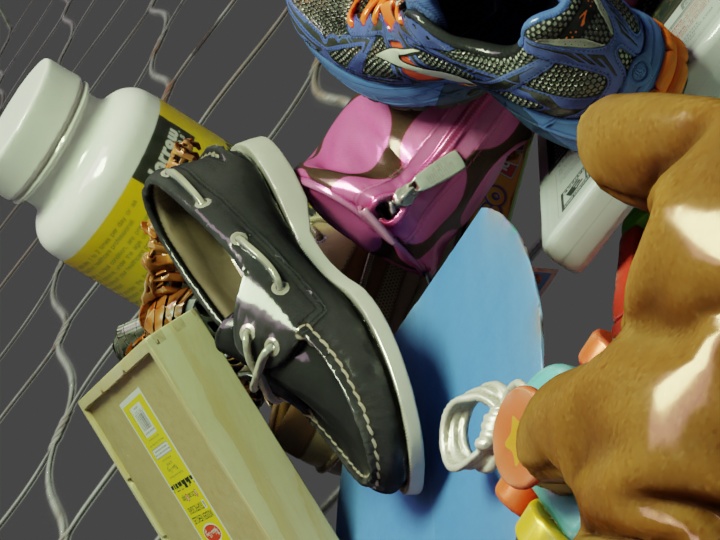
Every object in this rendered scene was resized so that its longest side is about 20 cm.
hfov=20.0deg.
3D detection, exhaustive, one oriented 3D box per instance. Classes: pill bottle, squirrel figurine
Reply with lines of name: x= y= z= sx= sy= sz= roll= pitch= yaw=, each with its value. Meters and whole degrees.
pill bottle: x=-0.121 y=-0.037 z=1.201 sx=0.111 sy=0.199 sz=0.112 roll=-49 pitch=21 yaw=27
squirrel figurine: x=0.105 y=0.068 z=0.534 sx=0.187 sy=0.141 sz=0.200 roll=-55 pitch=25 yaw=-13

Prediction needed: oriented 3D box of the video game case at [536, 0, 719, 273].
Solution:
video game case: x=0.142 y=-0.108 z=0.864 sx=0.201 sy=0.023 sz=0.182 roll=-53 pitch=9 yaw=19

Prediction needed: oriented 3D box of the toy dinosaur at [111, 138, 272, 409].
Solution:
toy dinosaur: x=-0.068 y=0.026 z=1.057 sx=0.200 sy=0.134 sz=0.103 roll=71 pitch=-162 yaw=-59

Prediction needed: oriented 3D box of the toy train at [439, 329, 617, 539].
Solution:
toy train: x=0.050 y=0.116 z=0.674 sx=0.150 sy=0.055 sz=0.202 roll=-26 pitch=56 yaw=44

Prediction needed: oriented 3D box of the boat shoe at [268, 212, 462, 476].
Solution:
boat shoe: x=0.000 y=0.000 z=0.969 sx=0.076 sy=0.073 sz=0.202 roll=141 pitch=141 yaw=-62

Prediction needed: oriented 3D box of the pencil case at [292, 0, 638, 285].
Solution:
pencil case: x=0.058 y=-0.092 z=0.903 sx=0.201 sy=0.090 sz=0.094 roll=-54 pitch=-2 yaw=-3

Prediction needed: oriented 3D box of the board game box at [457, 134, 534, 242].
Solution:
board game box: x=0.039 y=-0.057 z=1.056 sx=0.200 sy=0.030 sz=0.096 roll=-143 pitch=67 yaw=-74

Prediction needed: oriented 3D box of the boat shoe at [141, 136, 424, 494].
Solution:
boat shoe: x=-0.034 y=0.020 z=0.854 sx=0.074 sy=0.060 sz=0.201 roll=99 pitch=149 yaw=-47

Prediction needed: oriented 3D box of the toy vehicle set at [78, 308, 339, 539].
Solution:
toy vehicle set: x=-0.076 y=0.094 z=0.961 sx=0.026 sy=0.125 sz=0.200 roll=-31 pitch=-1 yaw=-20

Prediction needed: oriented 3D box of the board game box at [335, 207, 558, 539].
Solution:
board game box: x=0.044 y=0.079 z=0.828 sx=0.200 sy=0.039 sz=0.159 roll=122 pitch=153 yaw=-45

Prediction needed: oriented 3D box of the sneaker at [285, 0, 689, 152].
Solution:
sneaker: x=0.039 y=-0.107 z=0.817 sx=0.199 sy=0.078 sz=0.076 roll=16 pitch=73 yaw=44

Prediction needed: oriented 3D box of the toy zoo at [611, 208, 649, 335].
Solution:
toy zoo: x=0.141 y=-0.009 z=0.758 sx=0.131 sy=0.020 sz=0.201 roll=-44 pitch=23 yaw=39
